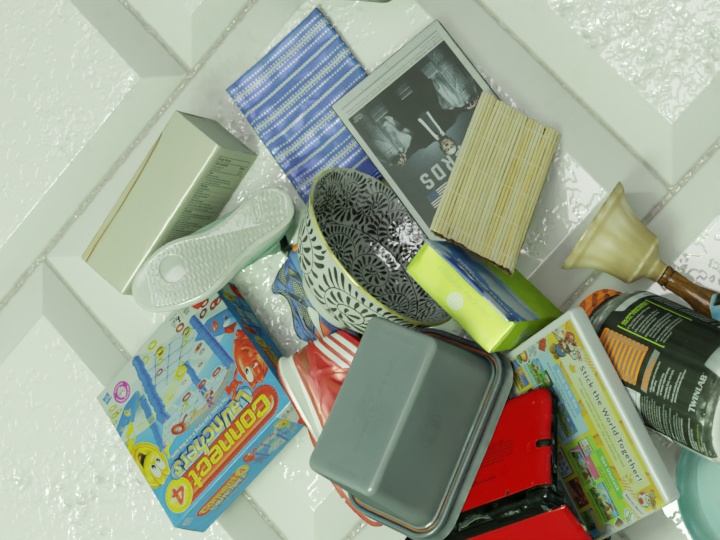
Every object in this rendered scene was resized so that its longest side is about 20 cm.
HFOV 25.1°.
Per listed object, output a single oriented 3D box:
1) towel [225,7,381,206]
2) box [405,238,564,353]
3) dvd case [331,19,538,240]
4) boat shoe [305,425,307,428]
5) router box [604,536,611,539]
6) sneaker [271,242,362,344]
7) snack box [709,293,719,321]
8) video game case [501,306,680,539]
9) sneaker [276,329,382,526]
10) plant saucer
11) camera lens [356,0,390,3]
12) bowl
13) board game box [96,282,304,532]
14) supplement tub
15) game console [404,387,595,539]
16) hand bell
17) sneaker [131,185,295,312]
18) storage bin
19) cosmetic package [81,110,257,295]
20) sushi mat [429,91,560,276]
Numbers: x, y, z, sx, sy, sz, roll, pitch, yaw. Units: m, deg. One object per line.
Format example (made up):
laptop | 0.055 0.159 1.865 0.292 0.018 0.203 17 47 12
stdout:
towel | -0.046 -0.168 1.782 0.144 0.024 0.201 -39 75 15
box | 0.125 0.024 1.615 0.122 0.200 0.048 44 105 17
dvd case | 0.083 -0.143 1.719 0.150 0.025 0.201 -38 75 6
boat shoe | -0.012 0.170 1.735 0.199 0.068 0.072 37 101 18
router box | 0.160 0.247 1.668 0.198 0.062 0.152 6 91 21
sneaker | -0.027 0.062 1.751 0.078 0.075 0.201 -42 68 27
snack box | 0.448 0.061 1.554 0.198 0.037 0.117 -14 107 20
video game case | 0.199 0.163 1.566 0.182 0.023 0.202 -40 71 47
sneaker | 0.007 0.154 1.655 0.115 0.078 0.201 -30 93 8
plant saucer | 0.407 0.212 1.575 0.198 0.027 0.203 4 101 19
camera lens | -0.039 -0.369 1.712 0.198 0.160 0.162 7 91 21
bowl | 0.000 0.000 1.681 0.094 0.200 0.202 -43 74 31
board game box | -0.171 0.146 1.776 0.200 0.056 0.196 -47 56 14
supplement tub | 0.296 0.094 1.545 0.199 0.122 0.124 27 99 45
game console | 0.150 0.235 1.593 0.199 0.118 0.174 -27 47 42
hand bell | 0.311 0.010 1.618 0.199 0.104 0.105 35 101 5
sneaker | -0.150 -0.011 1.761 0.199 0.118 0.074 -33 80 -2
storage bin | 0.033 0.139 1.552 0.145 0.134 0.202 20 82 34
cosmetic package | -0.212 -0.071 1.802 0.073 0.103 0.201 37 100 19
sushi mat | 0.138 -0.091 1.631 0.095 0.012 0.201 26 54 -4
